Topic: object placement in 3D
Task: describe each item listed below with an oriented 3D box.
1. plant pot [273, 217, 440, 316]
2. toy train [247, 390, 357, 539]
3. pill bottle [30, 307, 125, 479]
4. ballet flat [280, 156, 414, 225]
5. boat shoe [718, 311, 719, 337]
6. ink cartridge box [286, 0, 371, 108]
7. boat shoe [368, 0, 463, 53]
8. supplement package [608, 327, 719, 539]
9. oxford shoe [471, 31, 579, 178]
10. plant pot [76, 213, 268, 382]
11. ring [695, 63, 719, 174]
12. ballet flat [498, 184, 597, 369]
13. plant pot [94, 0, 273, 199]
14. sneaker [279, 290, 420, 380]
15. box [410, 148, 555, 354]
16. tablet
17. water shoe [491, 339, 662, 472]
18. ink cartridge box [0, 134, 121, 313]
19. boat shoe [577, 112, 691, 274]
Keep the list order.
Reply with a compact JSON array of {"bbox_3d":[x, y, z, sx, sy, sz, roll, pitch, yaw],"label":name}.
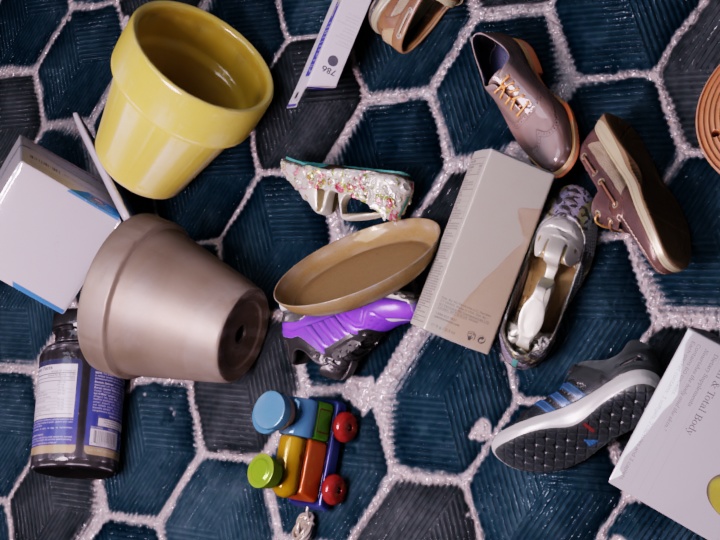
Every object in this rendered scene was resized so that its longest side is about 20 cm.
[{"bbox_3d":[0.000,0.000,1.774,0.198,0.200,0.028,-9,114,36],"label":"plant pot"},{"bbox_3d":[-0.080,0.236,1.781,0.084,0.115,0.203,3,78,39],"label":"toy train"},{"bbox_3d":[-0.353,0.155,2.027,0.111,0.111,0.203,-10,70,36],"label":"pill bottle"},{"bbox_3d":[-0.023,-0.092,1.869,0.199,0.075,0.065,11,90,42],"label":"ballet flat"},{"bbox_3d":[0.391,0.013,1.505,0.064,0.074,0.204,12,77,44],"label":"boat shoe"},{"bbox_3d":[-0.029,-0.279,1.920,0.202,0.039,0.099,-66,11,2],"label":"ink cartridge box"},{"bbox_3d":[0.094,-0.333,1.854,0.200,0.075,0.074,-49,57,26],"label":"boat shoe"},{"bbox_3d":[0.345,0.163,1.398,0.199,0.151,0.153,29,95,16],"label":"supplement package"},{"bbox_3d":[0.171,-0.179,1.727,0.071,0.072,0.201,-48,47,26],"label":"oxford shoe"},{"bbox_3d":[-0.210,0.050,1.912,0.172,0.200,0.202,17,87,25],"label":"plant pot"},{"bbox_3d":[0.419,-0.155,1.535,0.198,0.019,0.202,-14,54,21],"label":"ring"},{"bbox_3d":[0.196,0.007,1.660,0.072,0.072,0.202,19,89,40],"label":"ballet flat"},{"bbox_3d":[-0.236,-0.200,2.004,0.189,0.199,0.202,-51,50,33],"label":"plant pot"},{"bbox_3d":[-0.008,0.073,1.812,0.199,0.069,0.101,-6,80,40],"label":"sneaker"},{"bbox_3d":[0.128,-0.022,1.696,0.095,0.077,0.202,-154,85,-83],"label":"box"},{"bbox_3d":[-0.315,-0.102,2.071,0.014,0.131,0.201,-29,56,-4],"label":"tablet"},{"bbox_3d":[0.221,0.139,1.617,0.199,0.071,0.079,-28,33,31],"label":"water shoe"},{"bbox_3d":[-0.408,-0.063,2.065,0.146,0.146,0.200,-58,16,6],"label":"ink cartridge box"},{"bbox_3d":[0.270,-0.067,1.631,0.072,0.072,0.201,-43,50,30],"label":"boat shoe"}]
